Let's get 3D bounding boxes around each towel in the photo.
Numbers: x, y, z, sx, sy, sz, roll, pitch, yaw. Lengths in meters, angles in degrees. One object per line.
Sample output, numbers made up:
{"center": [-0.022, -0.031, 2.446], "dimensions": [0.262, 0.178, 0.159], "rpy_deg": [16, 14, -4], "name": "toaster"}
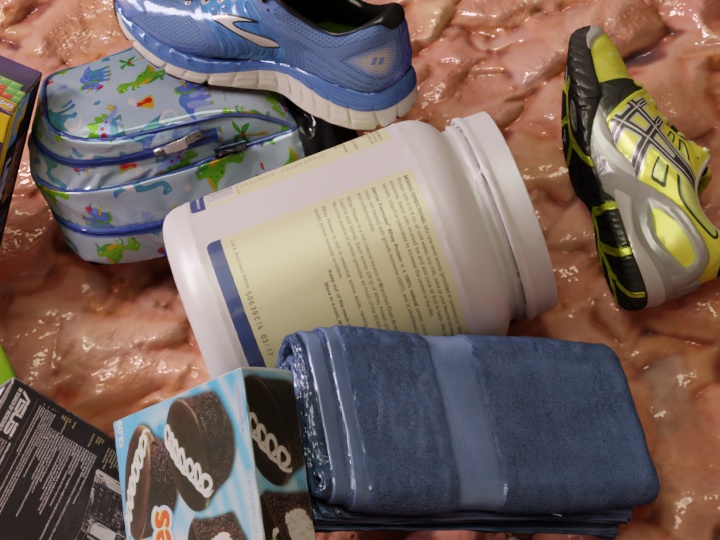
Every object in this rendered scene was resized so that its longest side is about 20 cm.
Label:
{"center": [0.055, 0.085, 0.867], "dimensions": [0.198, 0.049, 0.112], "rpy_deg": [3, 57, -22], "name": "towel"}

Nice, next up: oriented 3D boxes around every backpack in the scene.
{"center": [-0.113, -0.082, 1.054], "dimensions": [0.199, 0.154, 0.164], "rpy_deg": [-26, 41, 11], "name": "backpack"}

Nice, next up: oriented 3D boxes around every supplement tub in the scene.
{"center": [0.000, 0.000, 0.947], "dimensions": [0.199, 0.145, 0.146], "rpy_deg": [-21, 51, -2], "name": "supplement tub"}

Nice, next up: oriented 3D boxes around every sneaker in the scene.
{"center": [0.172, -0.067, 1.009], "dimensions": [0.076, 0.076, 0.201], "rpy_deg": [-10, 61, -3], "name": "sneaker"}
{"center": [-0.056, -0.156, 0.975], "dimensions": [0.199, 0.090, 0.079], "rpy_deg": [17, 40, 15], "name": "sneaker"}

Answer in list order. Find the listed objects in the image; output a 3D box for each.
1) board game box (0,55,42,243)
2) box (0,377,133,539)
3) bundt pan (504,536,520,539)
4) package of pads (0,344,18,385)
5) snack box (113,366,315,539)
{"center": [-0.315, -0.084, 1.028], "dimensions": [0.199, 0.166, 0.057], "rpy_deg": [23, 34, -1], "name": "board game box"}
{"center": [-0.166, 0.181, 0.851], "dimensions": [0.050, 0.157, 0.201], "rpy_deg": [-30, 31, 52], "name": "box"}
{"center": [0.063, 0.218, 0.807], "dimensions": [0.200, 0.076, 0.203], "rpy_deg": [-7, 51, 8], "name": "bundt pan"}
{"center": [-0.309, 0.060, 0.946], "dimensions": [0.199, 0.068, 0.155], "rpy_deg": [-9, 50, -32], "name": "package of pads"}
{"center": [-0.069, 0.160, 0.818], "dimensions": [0.116, 0.037, 0.202], "rpy_deg": [-25, 69, 45], "name": "snack box"}
